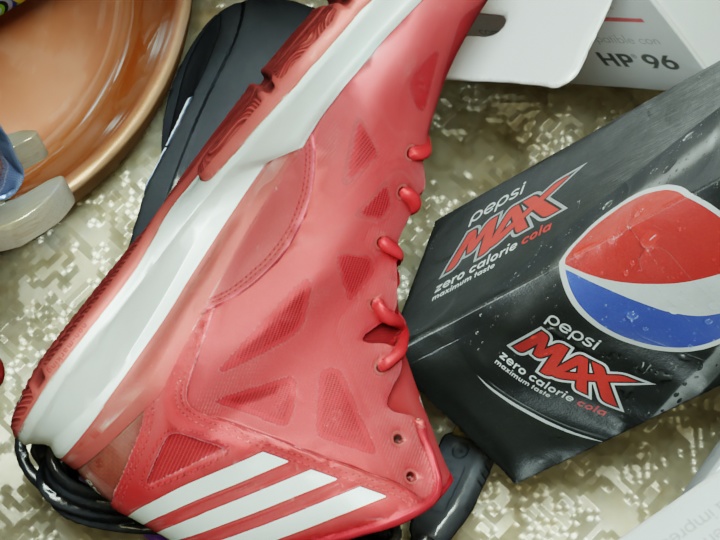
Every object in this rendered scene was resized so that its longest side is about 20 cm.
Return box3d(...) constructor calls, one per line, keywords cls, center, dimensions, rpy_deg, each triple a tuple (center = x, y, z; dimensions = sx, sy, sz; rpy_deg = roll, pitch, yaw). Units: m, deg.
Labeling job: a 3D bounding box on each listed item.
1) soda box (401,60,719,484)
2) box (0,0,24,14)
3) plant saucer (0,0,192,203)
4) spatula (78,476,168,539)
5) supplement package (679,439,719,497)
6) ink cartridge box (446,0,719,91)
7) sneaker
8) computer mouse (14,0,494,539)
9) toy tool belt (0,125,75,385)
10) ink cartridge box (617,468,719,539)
box3d(cls="soda box", center=(0.103, -0.013, 0.836), dimensions=(0.063, 0.200, 0.071), rpy_deg=(44, 40, -20))
box3d(cls="box", center=(-0.159, -0.176, 0.912), dimensions=(0.064, 0.070, 0.200), rpy_deg=(-32, 76, -12))
box3d(cls="plant saucer", center=(-0.154, -0.096, 0.940), dimensions=(0.199, 0.032, 0.201), rpy_deg=(1, 72, -3))
box3d(cls="spatula", center=(-0.012, 0.107, 0.885), dimensions=(0.056, 0.021, 0.200), rpy_deg=(-38, 79, -25))
box3d(cls="supplement package", center=(0.181, 0.048, 0.869), dimensions=(0.114, 0.110, 0.200), rpy_deg=(35, 73, 8))
box3d(cls="ink cartridge box", center=(0.079, -0.124, 0.911), dimensions=(0.116, 0.068, 0.200), rpy_deg=(8, 62, 43))
box3d(cls="sneaker", center=(0.000, 0.000, 0.837), dimensions=(0.115, 0.078, 0.200), rpy_deg=(39, 94, -7))
box3d(cls="computer mouse", center=(-0.010, 0.005, 0.894), dimensions=(0.140, 0.046, 0.201), rpy_deg=(25, 61, -6))
box3d(cls="toy tool belt", center=(-0.150, -0.039, 0.837), dimensions=(0.200, 0.125, 0.123), rpy_deg=(38, 72, 23))
box3d(cls="ink cartridge box", center=(0.160, 0.125, 0.704), dimensions=(0.147, 0.086, 0.200), rpy_deg=(-32, 50, -14))
